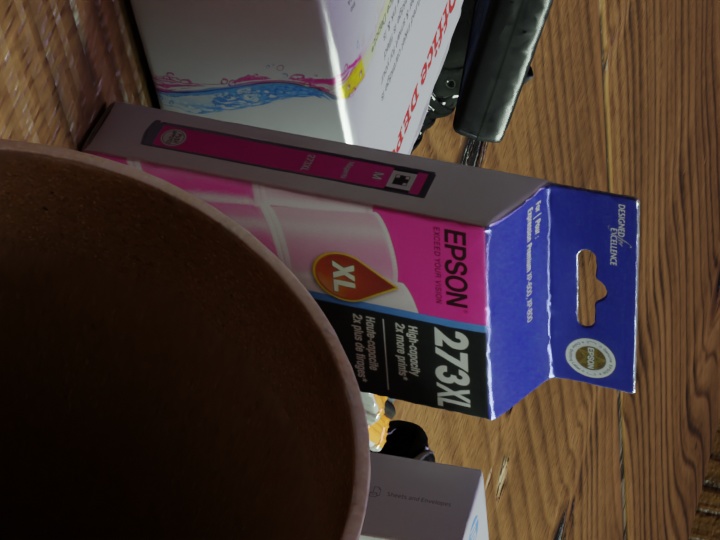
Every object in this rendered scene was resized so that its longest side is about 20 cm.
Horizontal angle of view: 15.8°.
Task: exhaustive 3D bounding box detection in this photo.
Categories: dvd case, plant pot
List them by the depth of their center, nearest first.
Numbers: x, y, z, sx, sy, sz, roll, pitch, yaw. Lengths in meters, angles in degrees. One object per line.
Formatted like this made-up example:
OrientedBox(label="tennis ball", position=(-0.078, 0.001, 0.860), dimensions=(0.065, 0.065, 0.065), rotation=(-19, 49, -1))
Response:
OrientedBox(label="plant pot", position=(-0.104, 0.099, 0.698), dimensions=(0.200, 0.186, 0.187), rotation=(104, 7, -48))
OrientedBox(label="dvd case", position=(0.061, -0.152, 0.737), dimensions=(0.143, 0.018, 0.200), rotation=(107, -3, -46))

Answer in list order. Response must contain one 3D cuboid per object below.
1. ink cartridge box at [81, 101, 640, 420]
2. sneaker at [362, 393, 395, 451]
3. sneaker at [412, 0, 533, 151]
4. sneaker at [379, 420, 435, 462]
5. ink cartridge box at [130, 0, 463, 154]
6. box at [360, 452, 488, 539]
OrientedBox(label="ink cartridge box", position=(0.000, 0.000, 0.933), dimensions=(0.037, 0.200, 0.095), rotation=(-65, 159, -45))
OrientedBox(label="sneaker", position=(-0.011, 0.025, 1.145), dimensions=(0.077, 0.078, 0.200), rotation=(-63, 174, -8))
OrientedBox(label="sneaker", position=(0.028, -0.088, 1.166), dimensions=(0.060, 0.104, 0.200), rotation=(-38, 136, -69))
OrientedBox(label="sneaker", position=(0.026, 0.139, 1.388), dimensions=(0.200, 0.075, 0.116), rotation=(12, 86, -75))
OrientedBox(label="ink cartridge box", position=(-0.023, -0.126, 0.987), dimensions=(0.200, 0.084, 0.145), rotation=(79, 26, -53))
OrientedBox(label="box", position=(-0.025, 0.138, 1.023), dimensions=(0.200, 0.156, 0.041), rotation=(81, 22, -51))
